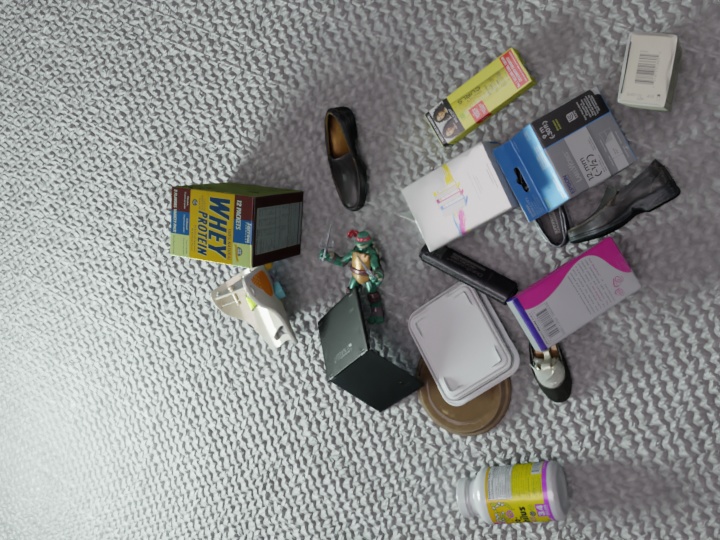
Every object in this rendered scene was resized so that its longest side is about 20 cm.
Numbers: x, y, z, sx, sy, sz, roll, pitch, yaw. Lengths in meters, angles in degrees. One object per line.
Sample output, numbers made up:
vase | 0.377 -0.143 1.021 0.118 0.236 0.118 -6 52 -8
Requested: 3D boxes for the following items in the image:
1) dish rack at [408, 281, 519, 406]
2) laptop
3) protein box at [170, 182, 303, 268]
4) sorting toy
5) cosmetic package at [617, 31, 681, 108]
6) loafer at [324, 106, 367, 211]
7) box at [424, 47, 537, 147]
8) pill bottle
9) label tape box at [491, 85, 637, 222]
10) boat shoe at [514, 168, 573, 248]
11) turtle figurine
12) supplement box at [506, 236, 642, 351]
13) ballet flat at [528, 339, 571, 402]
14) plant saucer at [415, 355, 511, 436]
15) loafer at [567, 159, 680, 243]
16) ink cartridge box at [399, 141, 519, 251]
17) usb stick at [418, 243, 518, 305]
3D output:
dish rack | 0.187 0.135 1.456 0.170 0.043 0.203 -34 72 18
laptop | 0.015 0.162 1.533 0.187 0.113 0.205 -43 54 52
protein box | -0.247 -0.097 1.559 0.194 0.199 0.139 8 101 22
sorting toy | -0.201 0.083 1.618 0.183 0.106 0.199 59 150 -9
cosmetic package | 0.455 -0.306 1.206 0.069 0.199 0.108 12 102 22
loafer | -0.037 -0.216 1.507 0.071 0.072 0.206 -12 94 24
box | 0.216 -0.310 1.397 0.198 0.050 0.076 -33 83 25
pill bottle | 0.284 0.420 1.449 0.195 0.104 0.107 -13 93 26
label tape box | 0.343 -0.195 1.307 0.197 0.066 0.146 -28 86 -4
boat shoe | 0.319 -0.135 1.367 0.070 0.067 0.205 -19 90 25
turtle figurine | 0.000 0.000 1.517 0.147 0.100 0.205 18 123 39
supplement box | 0.362 0.041 1.321 0.197 0.103 0.103 -32 84 3
ballet flat | 0.333 0.150 1.405 0.067 0.068 0.205 -16 92 25
plant saucer | 0.195 0.227 1.502 0.195 0.029 0.206 4 99 25
loafer | 0.439 -0.113 1.319 0.197 0.073 0.074 -29 80 14
ink cartridge box | 0.178 -0.130 1.400 0.197 0.128 0.128 -29 86 26
usb stick | 0.203 0.002 1.452 0.197 0.056 0.033 29 144 18
